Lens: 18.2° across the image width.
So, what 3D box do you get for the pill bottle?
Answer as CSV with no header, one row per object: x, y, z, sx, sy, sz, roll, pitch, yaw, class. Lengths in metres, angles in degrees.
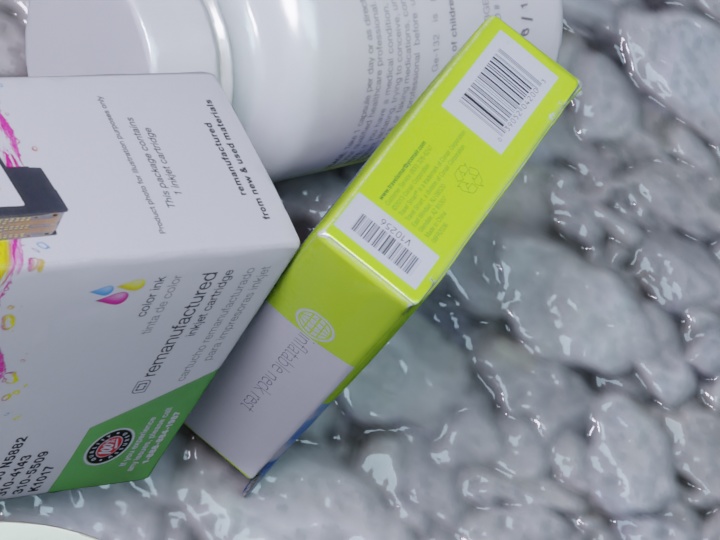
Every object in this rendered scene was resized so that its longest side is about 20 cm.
-0.026,-0.095,0.893,0.199,0.114,0.115,-15,88,-37,pill bottle

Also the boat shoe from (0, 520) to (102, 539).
-0.078,0.141,0.833,0.200,0.063,0.071,26,91,-27,boat shoe

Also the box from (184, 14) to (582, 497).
0.000,0.000,0.849,0.048,0.200,0.122,38,58,-1,box

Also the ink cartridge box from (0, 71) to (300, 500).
-0.144,0.011,0.752,0.199,0.145,0.084,-5,55,-37,ink cartridge box
